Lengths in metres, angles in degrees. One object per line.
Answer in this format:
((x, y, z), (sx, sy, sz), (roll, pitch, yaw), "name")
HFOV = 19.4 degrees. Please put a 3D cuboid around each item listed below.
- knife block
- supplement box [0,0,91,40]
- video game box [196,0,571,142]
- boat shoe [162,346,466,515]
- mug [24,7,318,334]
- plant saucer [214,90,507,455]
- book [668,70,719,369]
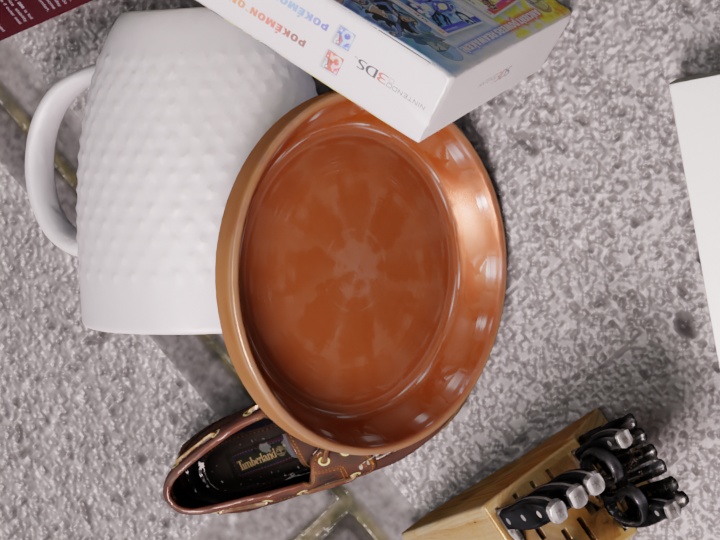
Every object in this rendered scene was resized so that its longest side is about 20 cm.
((0.090, 0.147, 1.160), (0.200, 0.175, 0.064), (-35, 88, 25), "knife block")
((-0.167, -0.196, 1.195), (0.199, 0.109, 0.061), (-17, 122, 34), "supplement box")
((0.001, -0.151, 1.114), (0.182, 0.200, 0.047), (32, 115, 12), "video game box")
((-0.027, 0.099, 1.254), (0.199, 0.070, 0.071), (-27, 90, 23), "boat shoe")
((-0.111, -0.060, 1.212), (0.199, 0.147, 0.176), (2, 96, 31), "mug")
((0.000, 0.000, 1.160), (0.032, 0.200, 0.201), (3, 105, 49), "plant saucer")
((0.250, -0.016, 1.135), (0.133, 0.048, 0.201), (-10, 97, 19), "book")
